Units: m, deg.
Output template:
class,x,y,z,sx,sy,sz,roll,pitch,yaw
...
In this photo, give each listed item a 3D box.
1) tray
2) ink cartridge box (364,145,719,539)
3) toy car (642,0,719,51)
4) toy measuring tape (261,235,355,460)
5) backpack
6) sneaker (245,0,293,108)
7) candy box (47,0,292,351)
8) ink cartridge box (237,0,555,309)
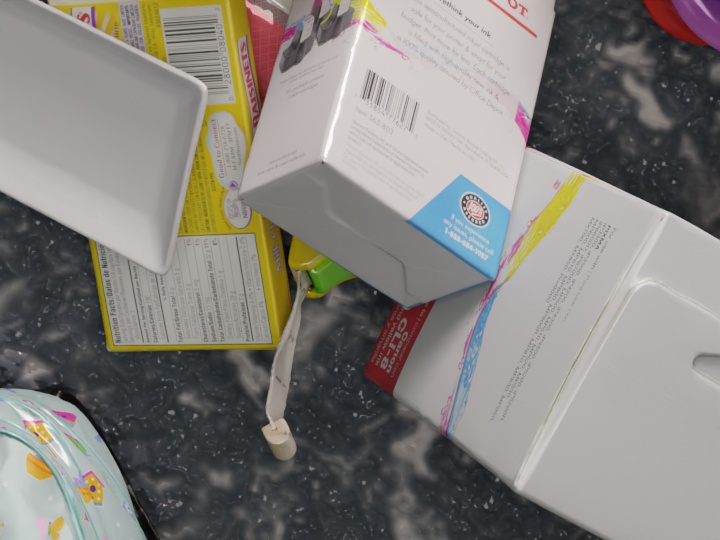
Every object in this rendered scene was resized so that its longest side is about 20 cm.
class,x,y,z,sx,sy,sz,roll,pitch,yaw
tray,-0.161,-0.086,1.230,0.199,0.022,0.108,27,121,21
ink cartridge box,0.122,0.042,1.182,0.145,0.200,0.145,28,92,-23
toy car,0.183,-0.178,1.191,0.173,0.200,0.151,-6,100,-17
toy measuring tape,0.000,0.000,1.239,0.073,0.074,0.202,11,66,-2
backpack,-0.168,0.156,1.239,0.166,0.127,0.202,-19,91,4
sneaker,-0.095,-0.147,1.247,0.199,0.074,0.087,35,94,-3
candy box,-0.095,-0.057,1.238,0.101,0.026,0.202,0,109,24
ink cartridge box,0.024,-0.099,1.199,0.115,0.068,0.201,34,56,-30
